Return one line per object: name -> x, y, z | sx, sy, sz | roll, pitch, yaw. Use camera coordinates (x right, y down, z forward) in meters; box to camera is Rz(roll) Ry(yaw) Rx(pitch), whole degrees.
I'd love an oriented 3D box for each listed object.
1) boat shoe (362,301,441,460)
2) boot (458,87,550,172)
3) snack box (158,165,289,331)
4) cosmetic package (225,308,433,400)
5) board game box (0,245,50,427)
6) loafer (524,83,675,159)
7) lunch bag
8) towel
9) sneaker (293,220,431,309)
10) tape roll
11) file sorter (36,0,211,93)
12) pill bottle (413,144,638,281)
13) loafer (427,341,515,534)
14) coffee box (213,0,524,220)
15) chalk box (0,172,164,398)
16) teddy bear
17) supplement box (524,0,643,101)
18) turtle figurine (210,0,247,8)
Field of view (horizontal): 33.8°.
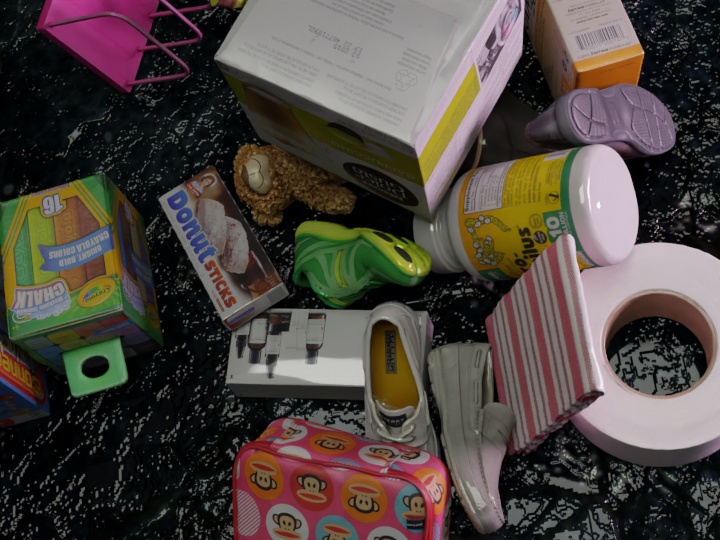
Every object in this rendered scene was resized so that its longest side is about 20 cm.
boat shoe -> 0.034, 0.132, 1.102 | 0.070, 0.070, 0.202 | -2, 97, 12
boot -> 0.155, -0.170, 1.251 | 0.137, 0.078, 0.201 | 8, 52, -11
snack box -> -0.145, -0.027, 1.238 | 0.072, 0.024, 0.200 | -32, 50, -2
cosmetic package -> -0.030, 0.084, 1.184 | 0.198, 0.051, 0.083 | 0, 69, 11
board game box -> -0.384, 0.035, 1.193 | 0.055, 0.200, 0.197 | -14, 67, 3
loafer -> 0.237, -0.143, 1.166 | 0.063, 0.199, 0.072 | -18, 80, 42
lunch bag -> -0.019, 0.238, 1.078 | 0.199, 0.082, 0.178 | 9, 109, 22
towel -> 0.167, 0.073, 1.075 | 0.030, 0.200, 0.147 | -1, 66, -16
sneaker -> 0.000, 0.000, 1.173 | 0.199, 0.074, 0.084 | 10, 87, 56
tape roll -> 0.278, 0.078, 1.114 | 0.201, 0.071, 0.204 | -4, 68, 10
file sorter -> -0.241, -0.325, 1.321 | 0.125, 0.139, 0.201 | -1, 66, 35
pill bottle -> 0.153, -0.049, 1.138 | 0.199, 0.113, 0.114 | -8, 64, 38
loafer -> 0.109, 0.146, 1.091 | 0.069, 0.070, 0.201 | -16, 49, 8
coffee box -> 0.018, -0.197, 1.086 | 0.199, 0.198, 0.201 | 26, 79, 14
chalk box -> -0.284, 0.026, 1.217 | 0.124, 0.124, 0.201 | -16, 66, 5
teddy bear -> -0.050, -0.121, 1.227 | 0.198, 0.067, 0.146 | -6, 106, 18
supplement box -> 0.218, -0.261, 1.229 | 0.073, 0.126, 0.201 | -16, 65, -1
turtle figurine -> -0.086, -0.326, 1.334 | 0.160, 0.064, 0.202 | 10, 81, -24
